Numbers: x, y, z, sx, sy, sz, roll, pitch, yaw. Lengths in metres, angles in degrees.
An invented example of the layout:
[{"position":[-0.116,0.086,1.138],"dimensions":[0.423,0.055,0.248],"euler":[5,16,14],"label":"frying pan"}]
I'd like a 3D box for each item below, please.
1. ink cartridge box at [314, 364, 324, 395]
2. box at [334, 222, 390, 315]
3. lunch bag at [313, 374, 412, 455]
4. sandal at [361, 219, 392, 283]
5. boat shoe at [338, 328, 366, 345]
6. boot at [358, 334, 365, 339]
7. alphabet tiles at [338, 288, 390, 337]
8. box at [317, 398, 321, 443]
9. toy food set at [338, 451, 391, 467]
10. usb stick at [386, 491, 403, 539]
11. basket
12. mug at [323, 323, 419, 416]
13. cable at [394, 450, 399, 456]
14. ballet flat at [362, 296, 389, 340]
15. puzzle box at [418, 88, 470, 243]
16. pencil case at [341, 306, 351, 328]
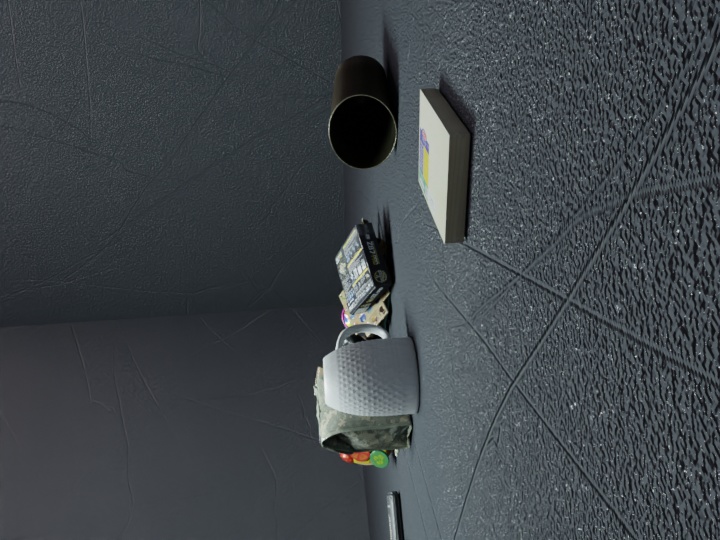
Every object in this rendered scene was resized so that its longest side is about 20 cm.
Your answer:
[{"position":[-0.015,0.280,1.713],"dimensions":[0.200,0.164,0.076],"euler":[22,-103,-82],"label":"ink cartridge box"},{"position":[0.000,0.000,1.666],"dimensions":[0.200,0.049,0.162],"euler":[126,129,-61],"label":"box"},{"position":[0.002,0.299,1.482],"dimensions":[0.118,0.199,0.165],"euler":[91,173,-47],"label":"lunch bag"},{"position":[0.045,-0.041,1.677],"dimensions":[0.082,0.054,0.200],"euler":[100,153,-45],"label":"sandal"},{"position":[0.020,0.229,1.825],"dimensions":[0.066,0.074,0.200],"euler":[33,163,53],"label":"boat shoe"},{"position":[0.001,0.214,1.971],"dimensions":[0.146,0.070,0.200],"euler":[47,-178,-35],"label":"boot"},{"position":[0.008,0.061,1.753],"dimensions":[0.167,0.006,0.201],"euler":[-53,45,33],"label":"alphabet tiles"},{"position":[-0.020,0.400,1.915],"dimensions":[0.036,0.199,0.144],"euler":[94,171,-75],"label":"box"},{"position":[-0.002,0.432,1.820],"dimensions":[0.049,0.197,0.201],"euler":[-46,-52,-62],"label":"toy food set"},{"position":[0.091,0.665,1.745],"dimensions":[0.055,0.032,0.201],"euler":[101,165,-70],"label":"usb stick"},{"position":[0.002,-0.344,1.426],"dimensions":[0.181,0.135,0.201],"euler":[82,-176,-48],"label":"basket"},{"position":[0.014,0.189,1.352],"dimensions":[0.148,0.174,0.201],"euler":[91,174,-49],"label":"mug"},{"position":[0.083,0.344,1.646],"dimensions":[0.097,0.050,0.201],"euler":[79,-164,-52],"label":"cable"},{"position":[0.038,0.128,1.779],"dimensions":[0.201,0.068,0.068],"euler":[91,175,-50],"label":"ballet flat"},{"position":[0.100,-0.137,0.855],"dimensions":[0.200,0.025,0.134],"euler":[-99,6,-60],"label":"puzzle box"},{"position":[0.002,0.132,1.930],"dimensions":[0.200,0.088,0.089],"euler":[27,-121,-79],"label":"pencil case"}]
